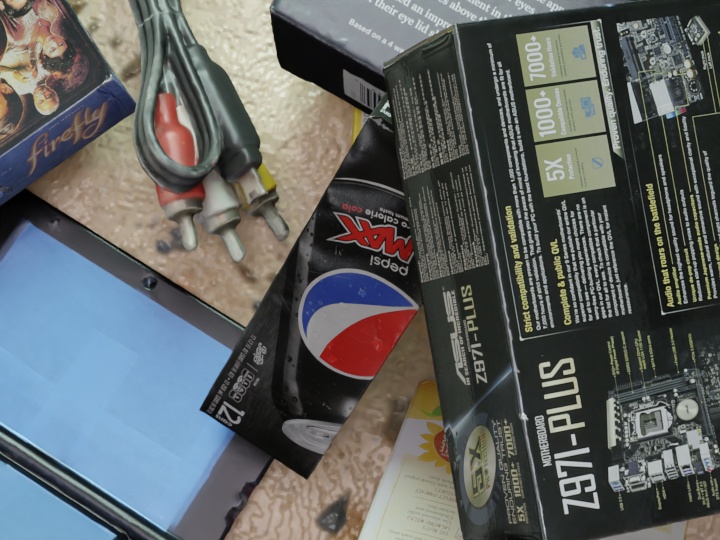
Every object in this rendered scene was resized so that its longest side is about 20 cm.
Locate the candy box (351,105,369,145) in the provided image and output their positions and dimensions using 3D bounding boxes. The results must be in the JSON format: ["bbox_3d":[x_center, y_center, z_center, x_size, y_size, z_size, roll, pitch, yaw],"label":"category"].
[{"bbox_3d":[0.049,-0.128,1.112,0.101,0.026,0.202,3,82,1],"label":"candy box"}]

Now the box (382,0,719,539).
[{"bbox_3d":[0.112,-0.002,0.891,0.162,0.086,0.202,-10,88,-20],"label":"box"}]

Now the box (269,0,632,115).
[{"bbox_3d":[0.068,-0.157,1.050,0.147,0.104,0.201,30,83,5],"label":"box"}]

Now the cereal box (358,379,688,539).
[{"bbox_3d":[0.067,0.142,1.001,0.143,0.040,0.201,17,40,6],"label":"cereal box"}]

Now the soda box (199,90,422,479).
[{"bbox_3d":[0.000,0.000,1.007,0.063,0.201,0.071,31,40,0],"label":"soda box"}]

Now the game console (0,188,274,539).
[{"bbox_3d":[-0.151,0.069,1.053,0.199,0.172,0.119,31,111,8],"label":"game console"}]

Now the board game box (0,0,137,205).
[{"bbox_3d":[-0.225,-0.076,1.097,0.199,0.035,0.136,-35,61,-2],"label":"board game box"}]

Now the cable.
[{"bbox_3d":[-0.100,-0.099,1.091,0.050,0.097,0.201,-36,72,33],"label":"cable"}]
